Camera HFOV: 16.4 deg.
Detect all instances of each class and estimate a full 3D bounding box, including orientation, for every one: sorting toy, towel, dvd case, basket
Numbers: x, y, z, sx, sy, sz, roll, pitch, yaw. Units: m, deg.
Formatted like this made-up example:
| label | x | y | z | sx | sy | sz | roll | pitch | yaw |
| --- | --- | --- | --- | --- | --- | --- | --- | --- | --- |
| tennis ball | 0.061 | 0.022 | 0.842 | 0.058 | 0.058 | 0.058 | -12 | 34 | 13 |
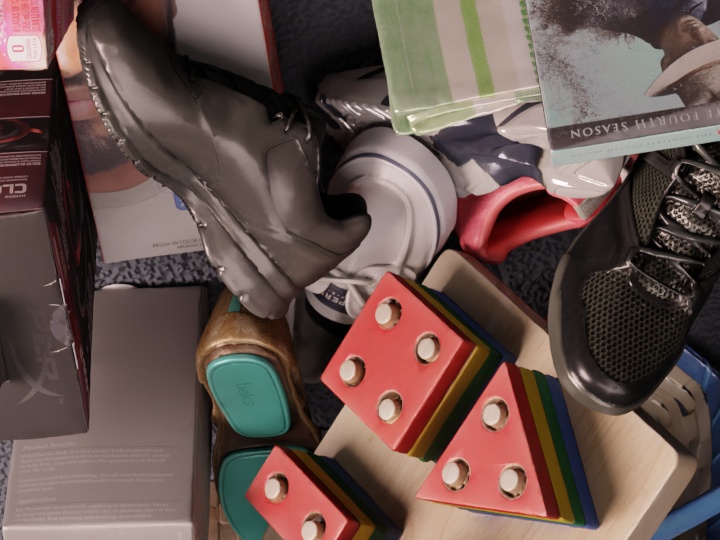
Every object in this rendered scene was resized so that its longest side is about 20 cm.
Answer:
| label | x | y | z | sx | sy | sz | roll | pitch | yaw |
| --- | --- | --- | --- | --- | --- | --- | --- | --- | --- |
| sorting toy | 0.040 | 0.117 | 1.286 | 0.069 | 0.199 | 0.200 | 19 | 109 | -48 |
| towel | 0.103 | -0.151 | 1.245 | 0.199 | 0.153 | 0.023 | -11 | 157 | 4 |
| dvd case | 0.148 | -0.154 | 1.213 | 0.145 | 0.201 | 0.022 | -8 | 158 | 3 |
| basket | 0.162 | 0.091 | 1.417 | 0.139 | 0.177 | 0.200 | 33 | 130 | -24 |

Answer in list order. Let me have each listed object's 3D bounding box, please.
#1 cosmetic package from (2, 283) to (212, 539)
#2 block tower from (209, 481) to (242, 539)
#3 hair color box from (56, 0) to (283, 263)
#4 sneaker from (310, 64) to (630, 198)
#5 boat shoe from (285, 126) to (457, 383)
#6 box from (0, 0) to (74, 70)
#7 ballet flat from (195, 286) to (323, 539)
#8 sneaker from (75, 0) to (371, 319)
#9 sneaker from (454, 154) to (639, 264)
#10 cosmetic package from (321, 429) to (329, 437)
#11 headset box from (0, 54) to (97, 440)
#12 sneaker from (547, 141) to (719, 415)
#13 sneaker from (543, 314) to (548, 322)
| label | x | y | z | sx | sy | sz | roll | pitch | yaw |
| --- | --- | --- | --- | --- | --- | --- | --- | --- | --- |
| cosmetic package | -0.136 | 0.101 | 1.389 | 0.106 | 0.200 | 0.091 | -1 | 126 | 2 |
| block tower | -0.072 | 0.170 | 1.541 | 0.199 | 0.058 | 0.054 | 7 | 128 | -12 |
| hair color box | -0.099 | -0.104 | 1.314 | 0.110 | 0.064 | 0.201 | -7 | 128 | 3 |
| sneaker | 0.075 | -0.111 | 1.317 | 0.199 | 0.130 | 0.080 | 3 | 143 | 46 |
| boat shoe | 0.000 | 0.000 | 1.358 | 0.073 | 0.065 | 0.200 | 28 | 147 | 8 |
| box | -0.190 | -0.201 | 1.165 | 0.094 | 0.103 | 0.201 | 0 | 110 | 2 |
| ballet flat | -0.055 | 0.075 | 1.387 | 0.067 | 0.073 | 0.200 | -3 | 142 | 7 |
| sneaker | -0.069 | -0.071 | 1.260 | 0.091 | 0.076 | 0.200 | -33 | 121 | 10 |
| sneaker | 0.134 | -0.063 | 1.348 | 0.200 | 0.087 | 0.074 | -30 | 125 | 18 |
| cosmetic package | 0.011 | 0.174 | 1.456 | 0.082 | 0.200 | 0.051 | 1 | 128 | -5 |
| headset box | -0.183 | -0.019 | 1.288 | 0.075 | 0.200 | 0.149 | -6 | 130 | 0 |
| sneaker | 0.160 | -0.026 | 1.230 | 0.076 | 0.200 | 0.114 | 34 | 155 | -2 |
| sneaker | 0.088 | 0.051 | 1.349 | 0.115 | 0.201 | 0.078 | 9 | 160 | 34 |
